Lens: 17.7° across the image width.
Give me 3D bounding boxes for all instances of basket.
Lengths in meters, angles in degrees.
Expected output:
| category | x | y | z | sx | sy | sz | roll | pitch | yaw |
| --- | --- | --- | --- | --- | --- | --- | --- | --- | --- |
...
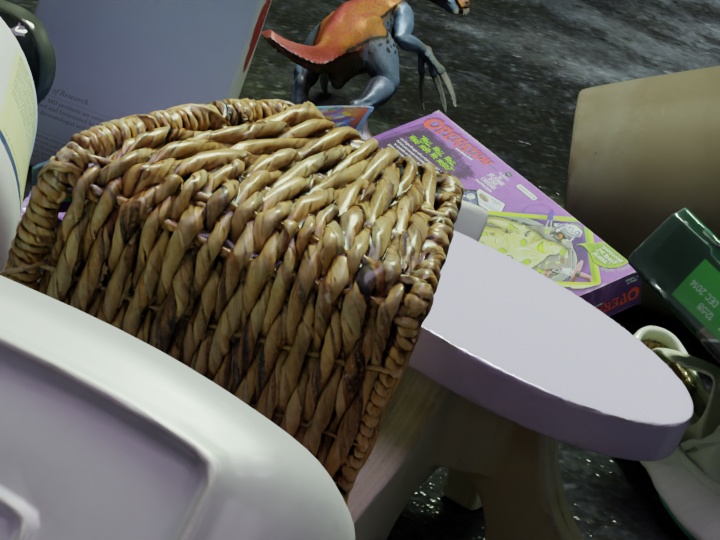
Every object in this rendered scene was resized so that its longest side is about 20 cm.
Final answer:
| category | x | y | z | sx | sy | sz | roll | pitch | yaw |
| --- | --- | --- | --- | --- | --- | --- | --- | --- | --- |
| basket | -0.062 | 0.032 | 0.886 | 0.149 | 0.200 | 0.143 | 20 | 28 | -1 |

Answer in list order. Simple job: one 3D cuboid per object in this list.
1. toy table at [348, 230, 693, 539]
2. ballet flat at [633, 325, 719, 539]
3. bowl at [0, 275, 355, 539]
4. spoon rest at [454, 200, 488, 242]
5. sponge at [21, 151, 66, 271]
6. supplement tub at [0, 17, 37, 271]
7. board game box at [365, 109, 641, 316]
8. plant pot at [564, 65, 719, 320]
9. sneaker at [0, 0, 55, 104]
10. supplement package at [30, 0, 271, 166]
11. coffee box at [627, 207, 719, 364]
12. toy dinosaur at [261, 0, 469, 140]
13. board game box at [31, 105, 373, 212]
| category | x | y | z | sx | sy | sz | roll | pitch | yaw |
| --- | --- | --- | --- | --- | --- | --- | --- | --- | --- |
| toy table | 0.040 | 0.064 | 1.034 | 0.200 | 0.117 | 0.184 | 36 | 25 | 34 |
| ballet flat | 0.176 | 0.090 | 1.171 | 0.069 | 0.070 | 0.200 | 10 | 23 | -27 |
| bowl | -0.122 | 0.094 | 0.693 | 0.200 | 0.200 | 0.075 | 26 | -22 | 15 |
| spoon rest | 0.000 | 0.000 | 1.179 | 0.099 | 0.061 | 0.200 | 19 | -12 | -18 |
| sponge | -0.125 | -0.004 | 1.171 | 0.111 | 0.030 | 0.200 | 20 | 21 | -2 |
| supplement tub | -0.221 | -0.056 | 1.047 | 0.145 | 0.145 | 0.200 | 16 | 21 | -11 |
| board game box | 0.052 | -0.019 | 1.311 | 0.120 | 0.032 | 0.200 | -26 | 42 | -20 |
| plant pot | 0.213 | -0.045 | 1.407 | 0.173 | 0.200 | 0.200 | 6 | 19 | 7 |
| sneaker | -0.256 | -0.096 | 1.170 | 0.199 | 0.076 | 0.114 | 5 | 21 | 24 |
| supplement package | -0.114 | -0.152 | 1.312 | 0.120 | 0.200 | 0.121 | 20 | 21 | -2 |
| coffee box | 0.222 | 0.057 | 1.186 | 0.123 | 0.044 | 0.200 | 50 | 6 | 37 |
| toy dinosaur | 0.017 | -0.157 | 1.513 | 0.105 | 0.200 | 0.182 | 14 | 63 | 11 |
| board game box | -0.076 | -0.034 | 1.105 | 0.158 | 0.039 | 0.200 | -10 | -7 | -10 |
